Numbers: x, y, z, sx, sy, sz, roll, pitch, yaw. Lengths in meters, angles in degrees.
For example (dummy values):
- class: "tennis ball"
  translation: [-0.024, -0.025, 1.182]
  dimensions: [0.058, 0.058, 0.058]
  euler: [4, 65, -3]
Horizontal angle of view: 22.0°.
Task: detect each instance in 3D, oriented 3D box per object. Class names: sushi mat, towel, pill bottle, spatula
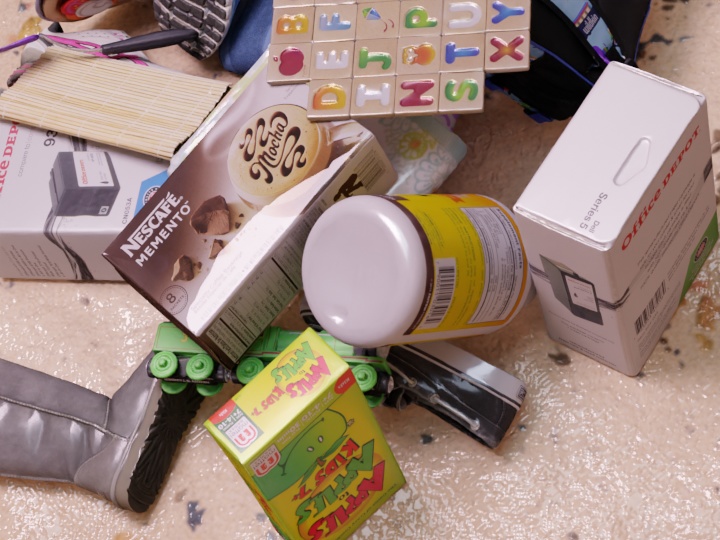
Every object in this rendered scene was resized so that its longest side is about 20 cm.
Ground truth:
- class: "sushi mat"
  translation: [-0.212, -0.145, 1.572]
  dimensions: [0.199, 0.012, 0.096]
  euler: [14, 49, 27]
- class: "towel"
  translation: [-0.040, -0.221, 1.607]
  dimensions: [0.199, 0.049, 0.112]
  euler: [5, 60, 46]
- class: "towel"
  translation: [-0.038, -0.087, 1.476]
  dimensions: [0.200, 0.048, 0.172]
  euler: [37, 84, 27]
- class: "pill bottle"
  translation: [0.055, -0.002, 1.383]
  dimensions: [0.109, 0.199, 0.110]
  euler: [2, 93, 37]
- class: "spatula"
  translation: [-0.240, -0.196, 1.605]
  dimensions: [0.198, 0.057, 0.021]
  euler: [-4, 96, -9]

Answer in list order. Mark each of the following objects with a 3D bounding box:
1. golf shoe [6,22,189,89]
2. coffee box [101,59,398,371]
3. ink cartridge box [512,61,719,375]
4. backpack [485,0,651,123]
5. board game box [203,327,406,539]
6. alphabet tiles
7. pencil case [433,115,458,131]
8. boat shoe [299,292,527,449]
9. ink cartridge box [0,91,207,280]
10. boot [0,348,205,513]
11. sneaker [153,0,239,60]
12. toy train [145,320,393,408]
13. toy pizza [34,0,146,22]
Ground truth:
- class: "golf shoe"
  translation: [-0.219, -0.181, 1.662]
  dimensions: [0.198, 0.073, 0.093]
  euler: [13, 63, 21]
- class: "coffee box"
  translation: [-0.083, -0.042, 1.400]
  dimensions: [0.113, 0.080, 0.200]
  euler: [39, 84, 26]
- class: "ink cartridge box"
  translation: [0.197, -0.036, 1.392]
  dimensions: [0.084, 0.200, 0.146]
  euler: [25, 69, 26]
- class: "backpack"
  translation: [0.134, -0.238, 1.509]
  dimensions: [0.134, 0.199, 0.184]
  euler: [-19, 49, 55]
- class: "board game box"
  translation: [-0.036, 0.134, 1.355]
  dimensions: [0.102, 0.200, 0.048]
  euler: [-42, 59, -11]
- class: "alphabet tiles"
  translation: [0.029, -0.188, 1.390]
  dimensions: [0.198, 0.006, 0.168]
  euler: [-2, 63, 11]
- class: "pencil case"
  translation: [0.040, -0.132, 1.556]
  dimensions: [0.083, 0.086, 0.201]
  euler: [22, 69, -5]
- class: "boat shoe"
  translation: [0.030, 0.079, 1.448]
  dimensions: [0.198, 0.074, 0.068]
  euler: [25, 81, 15]
- class: "ink cartridge box"
  translation: [-0.221, -0.073, 1.593]
  dimensions: [0.198, 0.084, 0.146]
  euler: [1, 61, 16]
- class: "boot"
  translation: [-0.236, 0.100, 1.515]
  dimensions: [0.199, 0.073, 0.183]
  euler: [13, 63, 29]
- class: "sneaker"
  translation: [-0.113, -0.270, 1.622]
  dimensions: [0.078, 0.201, 0.090]
  euler: [39, 40, 13]
- class: "toy train"
  translation: [-0.069, 0.069, 1.422]
  dimensions: [0.198, 0.042, 0.057]
  euler: [3, 61, 15]
- class: "toy pizza"
  translation: [-0.199, -0.274, 1.649]
  dimensions: [0.199, 0.200, 0.032]
  euler: [-32, 84, -5]
